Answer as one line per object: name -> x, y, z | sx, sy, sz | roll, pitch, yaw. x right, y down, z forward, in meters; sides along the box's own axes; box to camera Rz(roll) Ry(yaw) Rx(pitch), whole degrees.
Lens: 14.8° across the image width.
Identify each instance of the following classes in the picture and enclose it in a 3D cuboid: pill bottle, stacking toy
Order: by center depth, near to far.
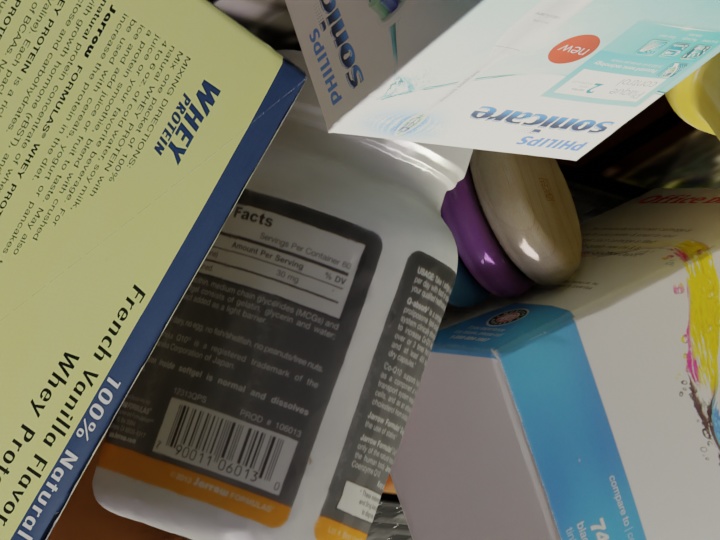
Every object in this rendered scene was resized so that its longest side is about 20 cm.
pill bottle -> -0.027, 0.019, 1.140 | 0.116, 0.201, 0.116 | 19, 173, 2
stacking toy -> 0.000, 0.000, 1.299 | 0.199, 0.086, 0.085 | -24, 158, 21

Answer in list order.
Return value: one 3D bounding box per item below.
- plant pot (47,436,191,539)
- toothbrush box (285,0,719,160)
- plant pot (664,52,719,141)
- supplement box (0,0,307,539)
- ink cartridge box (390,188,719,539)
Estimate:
plant pot -> -0.117, 0.147, 1.267 | 0.200, 0.140, 0.200 | -34, 159, -15
toothbrush box -> 0.086, -0.131, 1.054 | 0.146, 0.086, 0.200 | 4, 149, -44
plant pot -> 0.231, -0.079, 1.153 | 0.200, 0.190, 0.201 | -17, 157, -7
supplement box -> -0.154, -0.036, 0.898 | 0.201, 0.134, 0.200 | -60, 152, 0
ink cartridge box -> 0.128, 0.061, 1.332 | 0.199, 0.147, 0.147 | -25, -167, -25
